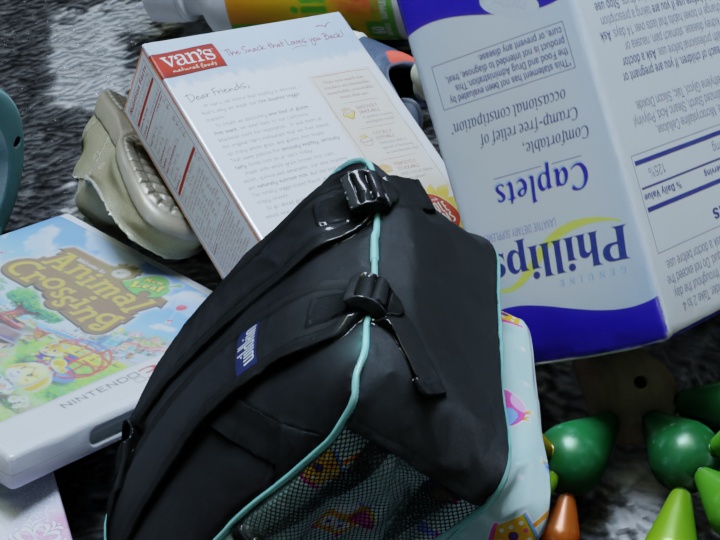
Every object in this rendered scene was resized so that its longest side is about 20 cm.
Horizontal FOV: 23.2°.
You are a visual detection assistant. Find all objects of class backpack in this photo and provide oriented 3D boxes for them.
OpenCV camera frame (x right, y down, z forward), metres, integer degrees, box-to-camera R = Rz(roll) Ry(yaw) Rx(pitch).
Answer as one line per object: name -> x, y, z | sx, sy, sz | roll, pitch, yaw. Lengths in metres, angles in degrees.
backpack -> -0.018, 0.078, 0.771 | 0.200, 0.153, 0.177 | -37, 33, 26

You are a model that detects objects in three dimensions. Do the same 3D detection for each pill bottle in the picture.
pill bottle -> -0.052, -0.217, 1.233 | 0.198, 0.112, 0.111 | 1, 37, 14

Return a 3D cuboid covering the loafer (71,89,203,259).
loafer -> -0.128, -0.045, 1.040 | 0.075, 0.069, 0.200 | 21, 15, -21

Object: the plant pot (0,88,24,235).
plant pot -> -0.310, -0.071, 1.035 | 0.186, 0.201, 0.200 | 21, 43, 16

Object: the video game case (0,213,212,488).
video game case -> -0.168, 0.033, 0.928 | 0.199, 0.022, 0.181 | 25, 35, 38

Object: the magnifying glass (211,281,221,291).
magnifying glass -> 0.000, 0.000, 1.004 | 0.199, 0.023, 0.080 | -28, 39, -21

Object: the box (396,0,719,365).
box -> 0.130, -0.075, 0.869 | 0.104, 0.202, 0.183 | -14, 3, 43

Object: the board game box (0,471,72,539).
board game box -> -0.239, 0.137, 0.845 | 0.198, 0.041, 0.200 | -17, 36, -12

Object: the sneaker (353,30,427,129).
sneaker -> -0.010, -0.074, 1.065 | 0.084, 0.075, 0.201 | 18, 48, 13

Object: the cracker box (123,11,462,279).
cracker box -> -0.026, -0.046, 0.955 | 0.133, 0.058, 0.201 | -14, 58, -32

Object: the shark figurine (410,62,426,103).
shark figurine -> 0.105, -0.084, 0.974 | 0.089, 0.129, 0.215 | -4, 45, -26

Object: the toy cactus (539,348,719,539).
toy cactus -> 0.138, 0.071, 0.827 | 0.198, 0.103, 0.165 | -25, 27, -5
